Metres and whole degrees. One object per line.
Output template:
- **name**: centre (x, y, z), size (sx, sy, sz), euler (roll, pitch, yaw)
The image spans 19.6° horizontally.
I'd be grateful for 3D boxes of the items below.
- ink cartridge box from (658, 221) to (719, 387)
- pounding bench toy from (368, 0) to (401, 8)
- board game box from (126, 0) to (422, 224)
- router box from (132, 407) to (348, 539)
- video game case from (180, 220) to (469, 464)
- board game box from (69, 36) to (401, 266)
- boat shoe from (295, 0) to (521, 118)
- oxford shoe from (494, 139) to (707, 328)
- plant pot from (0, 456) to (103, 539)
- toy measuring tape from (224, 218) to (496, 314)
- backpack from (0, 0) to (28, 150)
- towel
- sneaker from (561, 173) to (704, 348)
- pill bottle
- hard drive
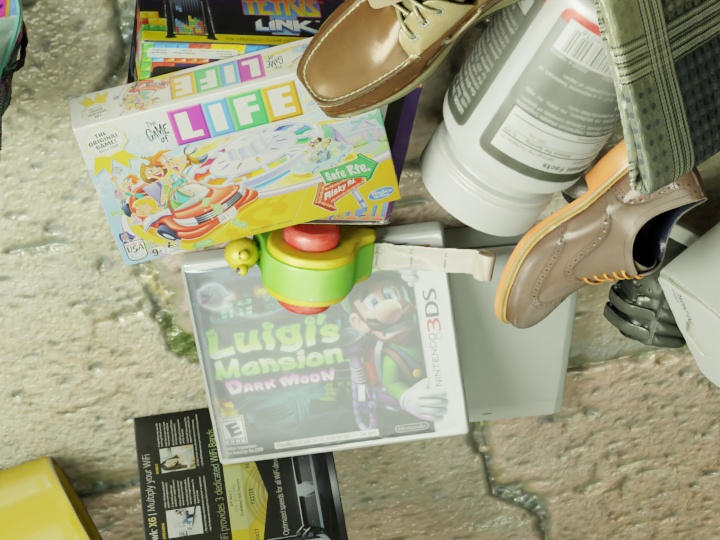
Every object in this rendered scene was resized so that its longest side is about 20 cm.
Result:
- **ink cartridge box**: centre (0.342, 0.002, 1.584), size (0.200, 0.083, 0.145), euler (-39, 135, -6)
- **pounding bench toy**: centre (0.023, -0.283, 1.231), size (0.124, 0.156, 0.200), euler (-20, 134, 8)
- **board game box**: centre (-0.064, -0.110, 1.454), size (0.199, 0.057, 0.166), euler (1, 136, -14)
- **router box**: centre (-0.093, 0.195, 1.644), size (0.157, 0.200, 0.052), euler (-7, 136, -5)
- **video game case**: centre (-0.025, 0.058, 1.600), size (0.199, 0.023, 0.182), euler (-7, 117, 3)
- **board game box**: centre (-0.082, -0.082, 1.413), size (0.200, 0.034, 0.135), euler (-14, 136, 2)
- **boat shoe**: centre (0.043, -0.177, 1.317), size (0.200, 0.076, 0.074), euler (-38, 169, -1)
- **oxford shoe**: centre (0.168, -0.014, 1.489), size (0.071, 0.073, 0.200), euler (-10, 148, -46)
- **plant pot**: centre (-0.301, 0.248, 1.671), size (0.189, 0.201, 0.201), euler (-29, 135, -5)
- **toy measuring tape**: centre (0.000, 0.000, 1.519), size (0.199, 0.074, 0.074), euler (6, 133, -3)
- **backpack**: centre (-0.296, -0.148, 1.303), size (0.175, 0.153, 0.200), euler (8, 125, -12)
- **towel**: centre (0.208, -0.171, 1.350), size (0.034, 0.192, 0.200), euler (2, 114, 43)
- **sneaker**: centre (0.209, -0.001, 1.592), size (0.200, 0.071, 0.099), euler (26, 102, -36)
- **pill bottle**: centre (0.127, -0.127, 1.437), size (0.114, 0.114, 0.200), euler (14, 130, -24)
- **hard drive**: centre (0.104, 0.045, 1.663), size (0.132, 0.026, 0.200), euler (-5, 135, -7)
